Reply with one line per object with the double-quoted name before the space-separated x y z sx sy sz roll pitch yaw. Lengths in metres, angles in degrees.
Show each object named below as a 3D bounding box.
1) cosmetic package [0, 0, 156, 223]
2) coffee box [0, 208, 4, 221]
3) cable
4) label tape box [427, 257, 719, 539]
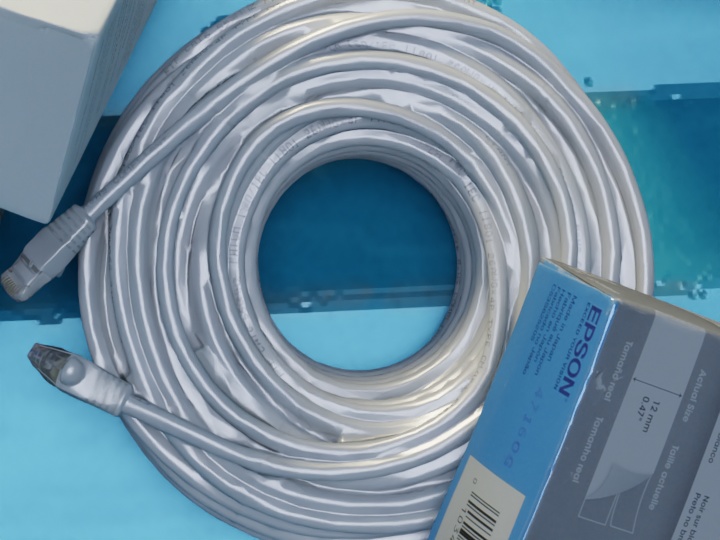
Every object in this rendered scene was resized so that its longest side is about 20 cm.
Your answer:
"cosmetic package" -0.115 -0.119 0.818 0.112 0.081 0.201 19 42 -3
"coffee box" -0.192 0.006 0.859 0.112 0.080 0.201 19 85 -4
"cable" 0.000 0.000 0.885 0.200 0.069 0.200 38 84 -3
"label tape box" 0.128 0.098 0.857 0.199 0.066 0.144 20 94 -22
